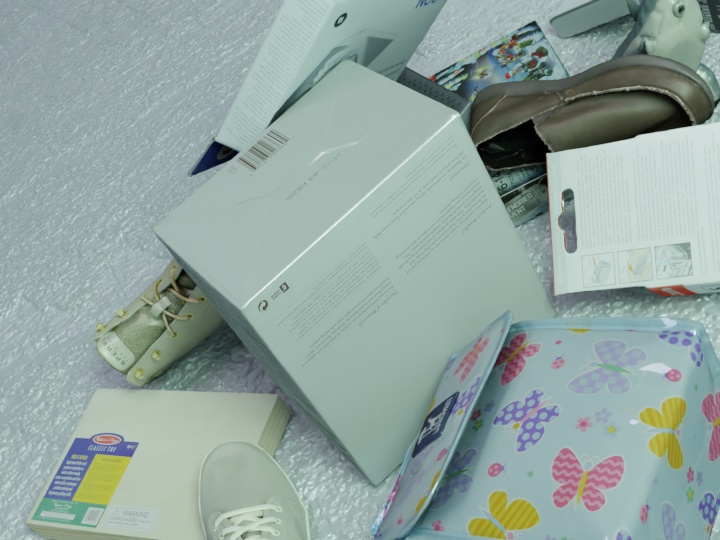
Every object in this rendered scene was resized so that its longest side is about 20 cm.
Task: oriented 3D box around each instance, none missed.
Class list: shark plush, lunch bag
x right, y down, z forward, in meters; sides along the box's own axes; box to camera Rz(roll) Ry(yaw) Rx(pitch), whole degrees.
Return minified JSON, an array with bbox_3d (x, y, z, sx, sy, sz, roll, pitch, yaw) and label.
[{"bbox_3d":[0.213,-0.185,0.900,0.090,0.200,0.084,-25,55,0],"label":"shark plush"},{"bbox_3d":[0.106,0.119,0.720,0.199,0.127,0.170,-1,47,42],"label":"lunch bag"}]

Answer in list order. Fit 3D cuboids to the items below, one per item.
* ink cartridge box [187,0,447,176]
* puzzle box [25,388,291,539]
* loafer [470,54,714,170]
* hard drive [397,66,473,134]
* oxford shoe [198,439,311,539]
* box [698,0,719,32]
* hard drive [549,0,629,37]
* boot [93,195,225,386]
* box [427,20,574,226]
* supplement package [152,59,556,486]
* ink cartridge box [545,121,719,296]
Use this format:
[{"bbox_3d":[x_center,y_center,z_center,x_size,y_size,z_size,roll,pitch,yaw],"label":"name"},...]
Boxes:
[{"bbox_3d":[-0.022,-0.154,0.919,0.199,0.041,0.200,-32,-18,-51],"label":"ink cartridge box"},{"bbox_3d":[-0.161,0.156,0.941,0.199,0.025,0.134,-2,50,33],"label":"puzzle box"},{"bbox_3d":[0.166,-0.103,0.887,0.199,0.073,0.071,-5,48,41],"label":"loafer"},{"bbox_3d":[0.003,-0.077,1.005,0.200,0.042,0.135,-47,36,-2],"label":"hard drive"},{"bbox_3d":[-0.068,0.187,0.804,0.075,0.058,0.201,-19,44,-3],"label":"oxford shoe"},{"bbox_3d":[0.374,-0.263,0.982,0.199,0.044,0.161,12,59,42],"label":"box"},{"bbox_3d":[0.265,-0.300,1.073,0.201,0.027,0.132,-54,19,-21],"label":"hard drive"},{"bbox_3d":[-0.149,0.022,0.957,0.154,0.200,0.072,-38,77,-2],"label":"boot"},{"bbox_3d":[0.123,-0.121,1.013,0.136,0.040,0.201,-28,40,9],"label":"box"},{"bbox_3d":[0.000,0.000,0.850,0.191,0.201,0.147,-41,39,-10],"label":"supplement package"},{"bbox_3d":[0.230,-0.041,0.815,0.198,0.050,0.110,-7,79,30],"label":"ink cartridge box"}]
